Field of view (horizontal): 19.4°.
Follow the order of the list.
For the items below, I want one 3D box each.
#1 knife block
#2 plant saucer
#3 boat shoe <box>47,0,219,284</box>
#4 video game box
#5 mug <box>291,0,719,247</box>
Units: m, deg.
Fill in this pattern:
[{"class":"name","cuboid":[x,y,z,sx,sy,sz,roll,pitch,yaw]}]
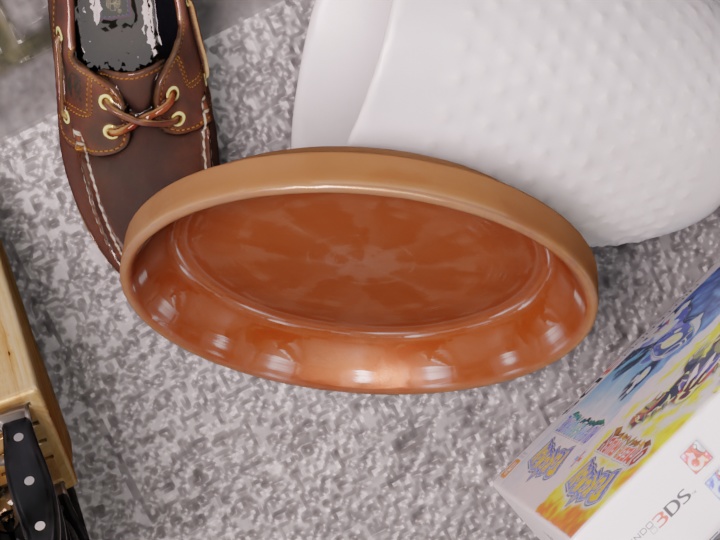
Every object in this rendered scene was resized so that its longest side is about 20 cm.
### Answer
[{"class":"knife block","cuboid":[-0.162,0.049,0.864,0.064,0.176,0.201,-19,95,-7]},{"class":"plant saucer","cuboid":[0.000,0.000,0.883,0.199,0.200,0.032,9,64,-8]},{"class":"boat shoe","cuboid":[-0.102,-0.087,0.919,0.070,0.070,0.201,-12,96,-8]},{"class":"video game box","cuboid":[0.146,0.053,0.896,0.047,0.200,0.182,44,86,-4]},{"class":"mug","cuboid":[0.080,-0.109,0.908,0.174,0.148,0.201,13,82,-15]}]
